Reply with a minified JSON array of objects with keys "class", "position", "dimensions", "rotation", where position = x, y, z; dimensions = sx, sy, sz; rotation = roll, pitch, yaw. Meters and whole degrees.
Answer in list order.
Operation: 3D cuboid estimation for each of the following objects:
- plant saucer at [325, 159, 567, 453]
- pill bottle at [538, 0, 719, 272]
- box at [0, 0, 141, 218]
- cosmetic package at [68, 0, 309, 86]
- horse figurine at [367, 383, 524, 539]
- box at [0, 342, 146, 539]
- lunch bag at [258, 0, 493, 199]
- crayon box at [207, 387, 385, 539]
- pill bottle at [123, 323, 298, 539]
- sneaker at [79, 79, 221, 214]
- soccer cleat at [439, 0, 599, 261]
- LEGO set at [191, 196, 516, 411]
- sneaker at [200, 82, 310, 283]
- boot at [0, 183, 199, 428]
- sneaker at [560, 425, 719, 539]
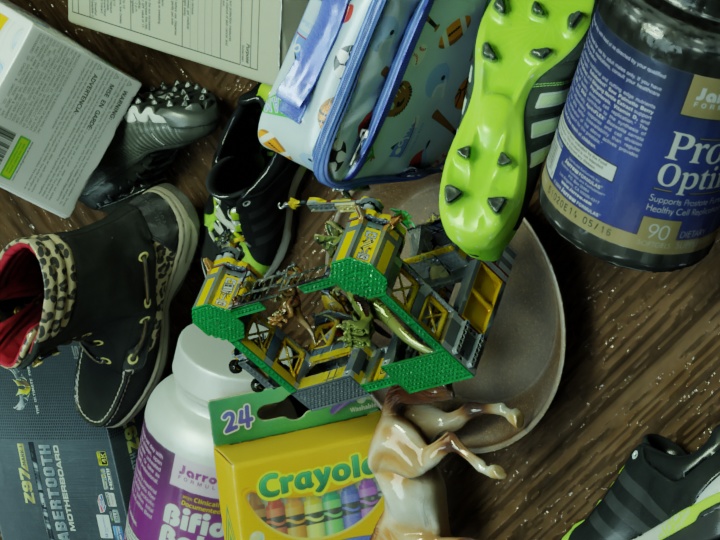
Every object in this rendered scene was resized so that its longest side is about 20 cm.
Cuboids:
[{"class":"plant saucer","position":[0.063,0.020,1.639],"dimensions":[0.200,0.037,0.202],"rotation":[15,114,36]},{"class":"pill bottle","position":[0.180,-0.110,1.436],"dimensions":[0.112,0.112,0.201],"rotation":[35,126,27]},{"class":"box","position":[-0.262,-0.133,1.764],"dimensions":[0.200,0.101,0.113],"rotation":[31,93,51]},{"class":"cosmetic package","position":[-0.097,-0.198,1.667],"dimensions":[0.199,0.087,0.104],"rotation":[22,117,36]},{"class":"horse figurine","position":[0.048,0.146,1.642],"dimensions":[0.132,0.050,0.201],"rotation":[8,115,34]},{"class":"box","position":[-0.227,0.138,1.926],"dimensions":[0.157,0.051,0.201],"rotation":[-2,103,43]},{"class":"lunch bag","position":[0.022,-0.141,1.518],"dimensions":[0.075,0.160,0.201],"rotation":[32,111,28]},{"class":"crayon box","position":[-0.029,0.178,1.709],"dimensions":[0.052,0.125,0.201],"rotation":[-149,50,-68]},{"class":"pill bottle","position":[-0.104,0.140,1.777],"dimensions":[0.112,0.112,0.201],"rotation":[30,124,30]},{"class":"sneaker","position":[-0.163,-0.084,1.785],"dimensions":[0.199,0.066,0.091],"rotation":[-3,106,46]},{"class":"soccer cleat","position":[0.095,-0.102,1.508],"dimensions":[0.067,0.081,0.201],"rotation":[18,76,13]},{"class":"LEGO set","position":[0.000,0.000,1.571],"dimensions":[0.154,0.116,0.200],"rotation":[37,144,-22]},{"class":"sneaker","position":[-0.084,-0.060,1.707],"dimensions":[0.072,0.083,0.201],"rotation":[40,128,25]},{"class":"boot","position":[-0.199,0.039,1.746],"dimensions":[0.073,0.150,0.201],"rotation":[40,125,25]},{"class":"sneaker","position":[0.187,0.147,1.558],"dimensions":[0.200,0.071,0.083],"rotation":[-27,63,43]}]
